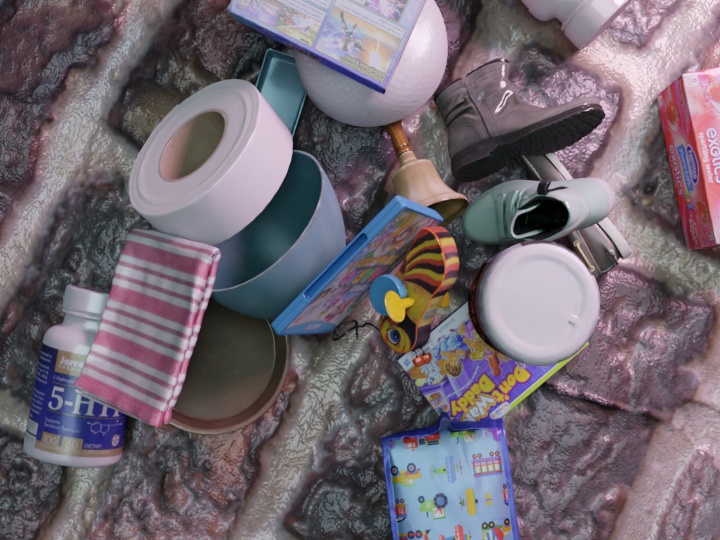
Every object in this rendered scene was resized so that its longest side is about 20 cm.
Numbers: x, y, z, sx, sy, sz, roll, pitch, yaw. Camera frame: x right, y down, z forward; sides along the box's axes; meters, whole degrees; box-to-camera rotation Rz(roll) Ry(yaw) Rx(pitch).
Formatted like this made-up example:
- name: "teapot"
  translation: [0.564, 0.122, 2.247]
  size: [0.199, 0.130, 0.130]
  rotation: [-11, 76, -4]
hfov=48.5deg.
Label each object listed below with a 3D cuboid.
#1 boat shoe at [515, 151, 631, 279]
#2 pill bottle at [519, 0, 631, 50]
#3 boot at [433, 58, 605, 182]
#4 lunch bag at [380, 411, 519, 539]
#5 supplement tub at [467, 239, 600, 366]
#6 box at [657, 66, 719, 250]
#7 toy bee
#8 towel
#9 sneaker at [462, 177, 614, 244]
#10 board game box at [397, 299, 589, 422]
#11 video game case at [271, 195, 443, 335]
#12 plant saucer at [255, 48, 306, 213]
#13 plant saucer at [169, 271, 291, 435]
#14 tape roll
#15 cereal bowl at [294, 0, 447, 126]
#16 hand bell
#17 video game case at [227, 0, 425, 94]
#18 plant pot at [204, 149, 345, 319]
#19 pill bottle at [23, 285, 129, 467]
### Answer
- name: "boat shoe"
  translation: [0.245, -0.082, 0.979]
  size: [0.060, 0.072, 0.203]
  rotation: [-39, 80, 11]
- name: "pill bottle"
  translation: [0.234, -0.374, 0.972]
  size: [0.114, 0.114, 0.201]
  rotation: [-42, 86, 1]
- name: "boot"
  translation: [0.181, -0.200, 0.953]
  size: [0.197, 0.067, 0.134]
  rotation: [-18, 67, 25]
- name: "lunch bag"
  translation: [0.107, 0.270, 0.945]
  size: [0.147, 0.094, 0.205]
  rotation: [-7, 99, 3]
- name: "supplement tub"
  translation: [0.180, 0.035, 0.869]
  size: [0.119, 0.200, 0.126]
  rotation: [0, 87, 4]
- name: "box"
  translation: [0.437, -0.135, 0.959]
  size: [0.100, 0.095, 0.205]
  rotation: [-10, 87, 2]
- name: "toy bee"
  translation: [0.063, 0.051, 0.949]
  size: [0.129, 0.201, 0.109]
  rotation: [-26, 67, -35]
- name: "towel"
  translation: [-0.237, 0.057, 0.885]
  size: [0.144, 0.030, 0.204]
  rotation: [11, 81, 34]
- name: "sneaker"
  translation: [0.177, -0.066, 0.922]
  size: [0.198, 0.117, 0.076]
  rotation: [-10, 95, 44]
- name: "board game box"
  translation: [0.162, 0.100, 0.990]
  size: [0.199, 0.045, 0.135]
  rotation: [-40, 86, 1]
- name: "video game case"
  translation: [0.000, 0.000, 0.905]
  size: [0.200, 0.143, 0.018]
  rotation: [-45, 73, 15]
- name: "plant saucer"
  translation: [-0.118, -0.179, 1.033]
  size: [0.068, 0.019, 0.204]
  rotation: [18, 89, 4]
- name: "plant saucer"
  translation: [-0.184, 0.100, 0.991]
  size: [0.195, 0.029, 0.205]
  rotation: [4, 75, -14]
- name: "tape roll"
  translation: [-0.179, -0.128, 0.950]
  size: [0.199, 0.071, 0.206]
  rotation: [-21, 48, 24]
- name: "cereal bowl"
  translation: [0.009, -0.285, 0.975]
  size: [0.195, 0.083, 0.205]
  rotation: [-3, 73, 9]
- name: "hand bell"
  translation: [0.053, -0.154, 1.000]
  size: [0.102, 0.104, 0.204]
  rotation: [-20, 74, 2]
- name: "video game case"
  translation: [-0.022, -0.327, 0.895]
  size: [0.197, 0.045, 0.184]
  rotation: [26, 92, -1]
- name: "plant pot"
  translation: [-0.093, -0.021, 0.953]
  size: [0.199, 0.201, 0.135]
  rotation: [-40, 130, 1]
- name: "pill bottle"
  translation: [-0.335, 0.126, 0.981]
  size: [0.117, 0.120, 0.205]
  rotation: [10, 88, 4]
